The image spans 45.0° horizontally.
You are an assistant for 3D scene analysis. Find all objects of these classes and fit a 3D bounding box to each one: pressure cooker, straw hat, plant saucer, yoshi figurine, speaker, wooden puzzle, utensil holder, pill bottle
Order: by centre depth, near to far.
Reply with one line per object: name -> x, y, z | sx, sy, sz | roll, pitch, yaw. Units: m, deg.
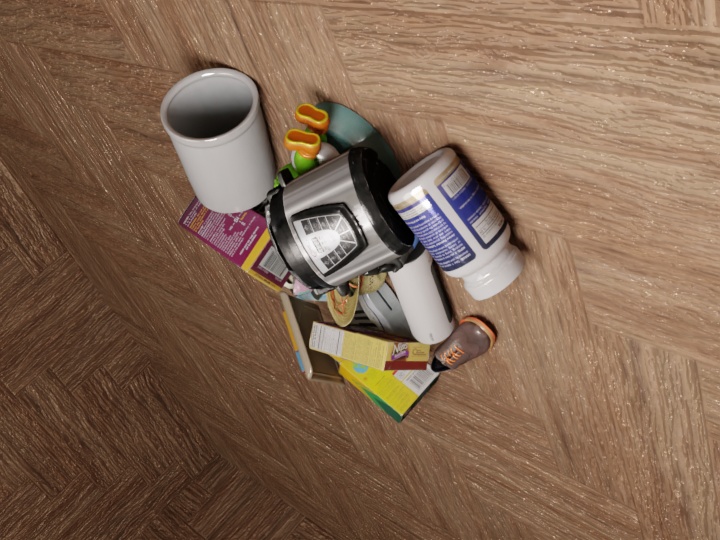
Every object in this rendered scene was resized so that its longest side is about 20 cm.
pill bottle -> 0.139, -0.063, 1.229 | 0.200, 0.116, 0.116 | 51, 155, -12
pressure cooker -> -0.039, -0.066, 1.281 | 0.179, 0.199, 0.177 | 39, -147, -52
yoshi figurine -> -0.096, -0.166, 1.375 | 0.200, 0.112, 0.112 | 91, 154, -56
plant saucer -> -0.020, -0.178, 1.402 | 0.200, 0.036, 0.200 | 36, 154, 21
speaker -> 0.100, 0.032, 1.486 | 0.081, 0.081, 0.201 | 22, 147, 41
utensil holder -> -0.240, -0.222, 1.525 | 0.170, 0.170, 0.200 | 32, 155, 27
straw hat -> 0.000, 0.000, 1.577 | 0.201, 0.085, 0.202 | 176, 90, -70
wooden puzzle -> -0.101, 0.145, 1.768 | 0.186, 0.037, 0.200 | 70, -167, 19

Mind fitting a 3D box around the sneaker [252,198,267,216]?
sneaker -> -0.150, -0.104, 1.677 | 0.200, 0.078, 0.090 | 37, 158, 18

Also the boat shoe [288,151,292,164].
boat shoe -> -0.109, -0.114, 1.503 | 0.074, 0.075, 0.204 | 14, 113, 46

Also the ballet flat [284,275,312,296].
ballet flat -> -0.167, -0.023, 1.755 | 0.200, 0.071, 0.069 | 49, 146, 26

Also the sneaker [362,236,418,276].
sneaker -> 0.001, -0.052, 1.410 | 0.199, 0.112, 0.077 | 13, 156, 33

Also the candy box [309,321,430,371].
candy box -> 0.015, 0.138, 1.588 | 0.116, 0.057, 0.199 | 6, -175, -44

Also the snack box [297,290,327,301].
snack box -> -0.092, 0.003, 1.767 | 0.200, 0.037, 0.117 | -1, 114, 59

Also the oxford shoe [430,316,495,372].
oxford shoe -> 0.179, 0.141, 1.540 | 0.071, 0.073, 0.200 | 42, 156, 5

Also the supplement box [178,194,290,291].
supplement box -> -0.222, -0.064, 1.638 | 0.200, 0.103, 0.131 | 32, 177, 28

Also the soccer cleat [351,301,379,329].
soccer cleat -> -0.005, 0.104, 1.760 | 0.199, 0.085, 0.069 | 30, 152, 30

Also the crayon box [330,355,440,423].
crayon box -> 0.046, 0.199, 1.781 | 0.200, 0.127, 0.051 | 39, 155, 16

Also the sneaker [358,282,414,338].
sneaker -> 0.064, 0.099, 1.678 | 0.201, 0.073, 0.071 | 59, 162, -9
